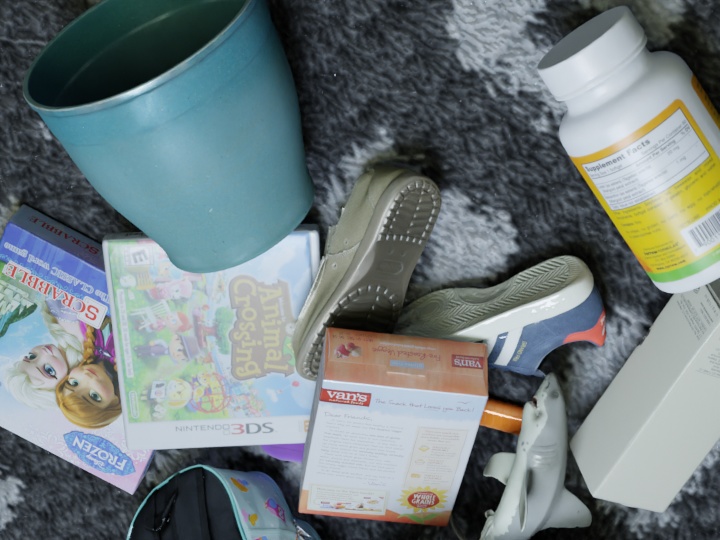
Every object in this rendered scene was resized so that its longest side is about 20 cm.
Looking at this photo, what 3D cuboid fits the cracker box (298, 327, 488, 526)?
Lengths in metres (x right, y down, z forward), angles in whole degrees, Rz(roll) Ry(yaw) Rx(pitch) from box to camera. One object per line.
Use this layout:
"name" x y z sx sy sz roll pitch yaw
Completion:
"cracker box" 0.024 0.133 1.457 0.132 0.058 0.201 7 141 -5

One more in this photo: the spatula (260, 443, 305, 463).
"spatula" -0.057 0.085 1.529 0.056 0.021 0.202 7 115 5

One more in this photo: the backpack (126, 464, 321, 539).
"backpack" -0.115 0.276 1.550 0.176 0.153 0.201 -43 62 32

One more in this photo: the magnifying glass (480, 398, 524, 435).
"magnifying glass" 0.060 0.108 1.513 0.198 0.022 0.080 16 117 9

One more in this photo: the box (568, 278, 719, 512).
"box" 0.257 0.098 1.415 0.082 0.069 0.201 16 121 -28

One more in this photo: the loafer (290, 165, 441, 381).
"loafer" 0.000 0.000 1.443 0.075 0.068 0.201 17 110 -36

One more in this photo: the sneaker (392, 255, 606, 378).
"sneaker" 0.110 0.058 1.449 0.198 0.075 0.085 -15 123 27

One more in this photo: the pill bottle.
"pill bottle" 0.220 -0.094 1.326 0.111 0.111 0.201 -29 104 24

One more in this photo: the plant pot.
"plant pot" -0.130 -0.111 1.372 0.198 0.201 0.189 -15 123 20

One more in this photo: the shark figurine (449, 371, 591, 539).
"shark figurine" 0.142 0.204 1.456 0.089 0.129 0.215 13 133 -13

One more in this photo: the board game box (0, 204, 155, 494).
"board game box" -0.250 0.073 1.561 0.199 0.041 0.201 27 118 1

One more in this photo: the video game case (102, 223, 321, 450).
"video game case" -0.119 0.059 1.492 0.180 0.022 0.202 -3 114 1
